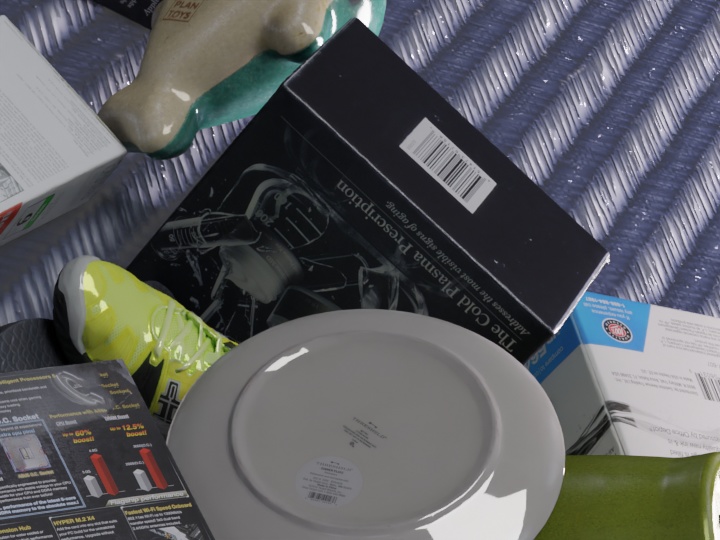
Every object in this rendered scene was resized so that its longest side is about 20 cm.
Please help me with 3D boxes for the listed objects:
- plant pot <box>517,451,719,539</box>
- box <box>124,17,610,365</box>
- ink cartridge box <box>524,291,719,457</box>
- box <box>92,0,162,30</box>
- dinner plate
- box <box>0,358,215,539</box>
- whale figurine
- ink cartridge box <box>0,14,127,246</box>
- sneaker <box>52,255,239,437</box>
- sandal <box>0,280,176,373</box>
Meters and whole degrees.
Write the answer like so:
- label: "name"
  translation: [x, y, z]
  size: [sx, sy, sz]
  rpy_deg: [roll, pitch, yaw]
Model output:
- label: "plant pot"
  translation: [0.111, 0.174, 1.394]
  size: [0.200, 0.192, 0.201]
  rpy_deg: [49, 32, -47]
- label: "box"
  translation: [0.000, 0.000, 1.538]
  size: [0.200, 0.182, 0.104]
  rpy_deg: [42, 36, -1]
- label: "ink cartridge box"
  translation: [0.182, 0.121, 1.675]
  size: [0.146, 0.084, 0.201]
  rpy_deg: [12, 47, -36]
- label: "box"
  translation: [-0.124, -0.239, 1.728]
  size: [0.199, 0.104, 0.148]
  rpy_deg: [26, 39, -23]
- label: "dinner plate"
  translation: [0.002, 0.084, 1.360]
  size: [0.199, 0.024, 0.201]
  rpy_deg: [-2, 45, 2]
- label: "box"
  translation: [-0.175, 0.123, 1.283]
  size: [0.199, 0.050, 0.158]
  rpy_deg: [-7, 49, -32]
- label: "whale figurine"
  translation: [-0.065, -0.127, 1.606]
  size: [0.200, 0.159, 0.104]
  rpy_deg: [-51, 123, -21]
- label: "ink cartridge box"
  translation: [-0.225, -0.062, 1.491]
  size: [0.109, 0.050, 0.200]
  rpy_deg: [47, 34, 6]
- label: "sneaker"
  translation: [-0.081, 0.055, 1.450]
  size: [0.200, 0.076, 0.076]
  rpy_deg: [44, 40, -30]
- label: "sandal"
  translation: [-0.154, 0.058, 1.450]
  size: [0.200, 0.043, 0.076]
  rpy_deg: [-20, 91, -62]
